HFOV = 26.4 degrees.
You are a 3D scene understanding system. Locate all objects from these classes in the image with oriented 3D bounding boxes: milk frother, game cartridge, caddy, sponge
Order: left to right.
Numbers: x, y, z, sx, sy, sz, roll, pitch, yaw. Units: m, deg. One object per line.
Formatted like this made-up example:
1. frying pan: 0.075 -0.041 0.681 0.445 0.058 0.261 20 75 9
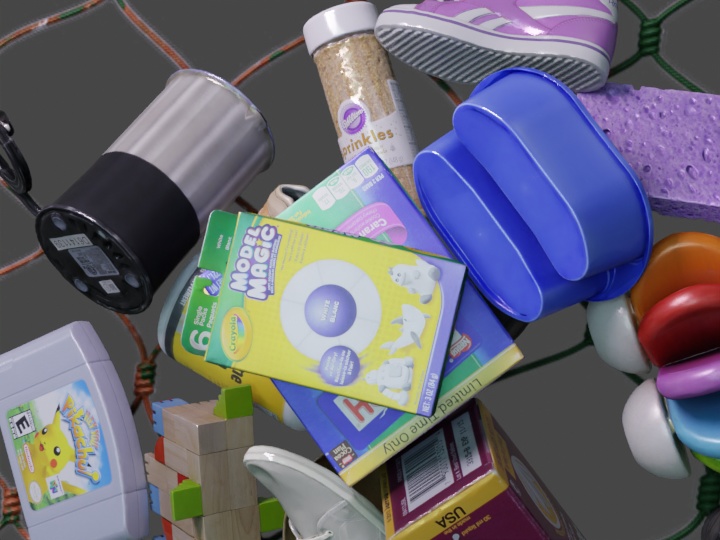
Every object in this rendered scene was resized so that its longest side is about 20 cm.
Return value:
1. game cartridge: -0.257 0.154 1.364 0.133 0.040 0.201 -23 80 28
2. milk frother: -0.207 -0.103 1.280 0.180 0.201 0.188 11 49 34
3. caddy: 0.137 -0.059 1.184 0.200 0.105 0.141 55 140 11
4. sponge: 0.263 -0.093 1.237 0.199 0.030 0.112 10 59 16

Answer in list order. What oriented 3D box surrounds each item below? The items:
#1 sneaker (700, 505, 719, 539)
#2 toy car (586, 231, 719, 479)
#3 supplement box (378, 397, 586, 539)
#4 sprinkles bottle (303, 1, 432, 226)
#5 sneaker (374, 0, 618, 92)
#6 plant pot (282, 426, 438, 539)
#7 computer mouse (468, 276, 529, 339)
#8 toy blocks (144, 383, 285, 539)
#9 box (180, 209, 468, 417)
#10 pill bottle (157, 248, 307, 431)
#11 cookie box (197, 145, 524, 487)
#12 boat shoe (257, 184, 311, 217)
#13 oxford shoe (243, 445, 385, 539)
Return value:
1. sneaker: 0.354 0.173 1.187 0.200 0.091 0.076 -39 75 8
2. toy car: 0.273 0.064 1.186 0.174 0.150 0.201 -20 81 13
3. supplement box: 0.112 0.222 1.188 0.103 0.131 0.200 -35 108 9
4. sprinkles bottle: 0.010 -0.126 1.315 0.068 0.068 0.201 -19 81 13
5. sneaker: 0.117 -0.217 1.290 0.199 0.073 0.115 10 67 8
6. plant pot: 0.035 0.211 1.265 0.199 0.028 0.201 -1 111 -2
7. computer mouse: 0.120 -0.033 1.288 0.200 0.046 0.140 -45 77 8
8. toy blocks: -0.138 0.187 1.306 0.100 0.137 0.201 -8 100 -28
9. box: -0.030 0.028 1.128 0.199 0.048 0.118 13 89 8
10. pill bottle: -0.063 0.066 1.297 0.199 0.112 0.112 28 93 15
11. cookie box: 0.002 0.037 1.185 0.171 0.075 0.200 -37 86 3
12. boat shoe: 0.000 0.000 1.256 0.199 0.075 0.069 28 126 10
13. oxford shoe: -0.017 0.209 1.206 0.200 0.075 0.058 43 63 -17
